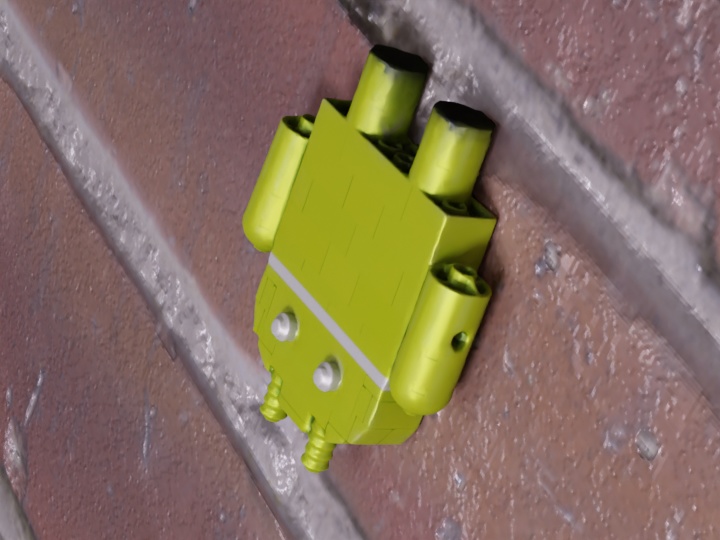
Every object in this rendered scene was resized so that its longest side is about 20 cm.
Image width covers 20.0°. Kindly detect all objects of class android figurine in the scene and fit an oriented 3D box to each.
[{"bbox_3d":[0.000,0.000,0.984,0.182,0.041,0.201,48,124,45],"label":"android figurine"}]
